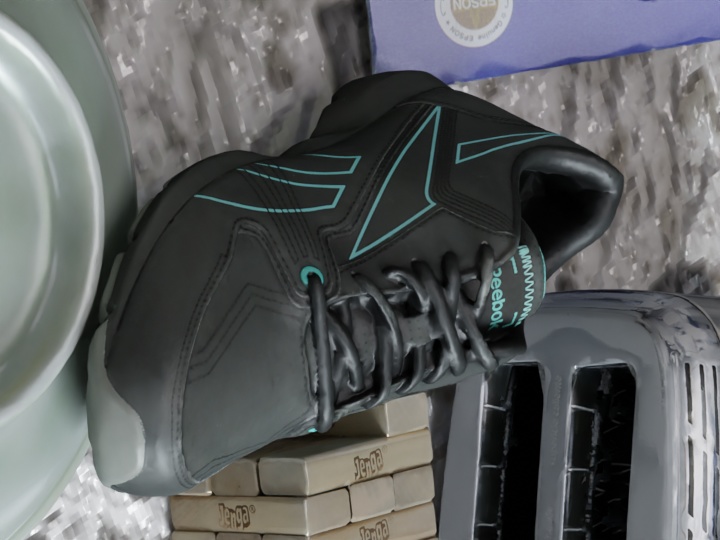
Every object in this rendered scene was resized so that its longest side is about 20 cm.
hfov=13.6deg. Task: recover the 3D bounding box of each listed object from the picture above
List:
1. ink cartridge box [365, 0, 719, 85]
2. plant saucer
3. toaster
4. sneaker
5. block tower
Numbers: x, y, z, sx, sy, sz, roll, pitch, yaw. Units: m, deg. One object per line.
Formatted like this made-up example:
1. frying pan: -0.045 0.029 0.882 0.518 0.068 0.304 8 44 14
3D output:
1. ink cartridge box: 0.084 -0.164 0.889 0.199 0.041 0.201 -11 98 -25
2. plant saucer: -0.114 -0.012 0.714 0.200 0.050 0.201 0 89 -48
3. toaster: 0.099 0.080 0.900 0.129 0.113 0.201 9 84 -45
4. sneaker: 0.000 0.000 0.789 0.200 0.079 0.076 -42 139 -50
5. block tower: -0.008 0.136 0.824 0.058 0.054 0.201 -10 96 -48
